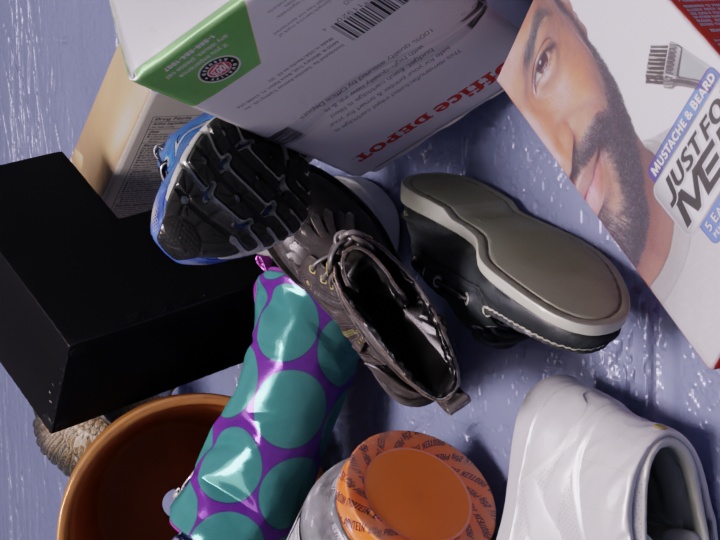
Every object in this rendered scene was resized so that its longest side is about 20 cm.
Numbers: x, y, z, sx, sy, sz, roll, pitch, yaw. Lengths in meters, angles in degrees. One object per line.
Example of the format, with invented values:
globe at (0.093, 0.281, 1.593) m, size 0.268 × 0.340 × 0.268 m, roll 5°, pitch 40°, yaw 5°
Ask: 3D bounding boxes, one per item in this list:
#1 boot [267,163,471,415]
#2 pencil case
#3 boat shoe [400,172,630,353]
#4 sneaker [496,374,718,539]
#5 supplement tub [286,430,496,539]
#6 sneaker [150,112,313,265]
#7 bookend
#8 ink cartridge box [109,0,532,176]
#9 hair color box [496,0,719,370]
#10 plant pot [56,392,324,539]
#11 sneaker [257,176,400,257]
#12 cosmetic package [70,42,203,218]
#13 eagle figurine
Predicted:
boot at (0.000, 0.000, 0.812) m, size 0.200 × 0.069 × 0.174 m, roll 51°, pitch 177°, yaw 9°
pencil case at (-0.062, 0.099, 0.952) m, size 0.092 × 0.085 × 0.201 m, roll 22°, pitch 90°, yaw 17°
boat shoe at (0.077, 0.009, 0.775) m, size 0.199 × 0.074 × 0.067 m, roll 38°, pitch 129°, yaw 51°
sneaker at (0.123, 0.166, 0.728) m, size 0.115 × 0.073 × 0.202 m, roll 22°, pitch 113°, yaw 59°
supplement tub at (0.005, 0.199, 0.882) m, size 0.123 × 0.122 × 0.201 m, roll 60°, pitch 141°, yaw 34°
sneaker at (-0.076, -0.051, 0.804) m, size 0.089 × 0.200 × 0.079 m, roll -32°, pitch 104°, yaw 26°
bookend at (-0.191, -0.006, 1.058) m, size 0.200 × 0.198 × 0.093 m, roll 47°, pitch 135°, yaw 27°
ink cartridge box at (-0.012, -0.138, 0.740) m, size 0.145 × 0.199 × 0.085 m, roll -30°, pitch 65°, yaw 25°
hair color box at (0.151, -0.068, 0.649) m, size 0.201 × 0.063 × 0.111 m, roll 60°, pitch 143°, yaw 36°
plant pot at (-0.131, 0.186, 1.059) m, size 0.140 × 0.198 × 0.202 m, roll -175°, pitch 80°, yaw -74°
sneaker at (-0.054, -0.030, 0.976) m, size 0.199 × 0.084 × 0.074 m, roll 13°, pitch 105°, yaw 53°
cosmetic package at (-0.157, -0.109, 1.116) m, size 0.200 × 0.104 × 0.072 m, roll -52°, pitch 52°, yaw 48°
eagle figurine at (-0.209, 0.120, 1.203) m, size 0.152 × 0.199 × 0.151 m, roll -59°, pitch -7°, yaw 0°
